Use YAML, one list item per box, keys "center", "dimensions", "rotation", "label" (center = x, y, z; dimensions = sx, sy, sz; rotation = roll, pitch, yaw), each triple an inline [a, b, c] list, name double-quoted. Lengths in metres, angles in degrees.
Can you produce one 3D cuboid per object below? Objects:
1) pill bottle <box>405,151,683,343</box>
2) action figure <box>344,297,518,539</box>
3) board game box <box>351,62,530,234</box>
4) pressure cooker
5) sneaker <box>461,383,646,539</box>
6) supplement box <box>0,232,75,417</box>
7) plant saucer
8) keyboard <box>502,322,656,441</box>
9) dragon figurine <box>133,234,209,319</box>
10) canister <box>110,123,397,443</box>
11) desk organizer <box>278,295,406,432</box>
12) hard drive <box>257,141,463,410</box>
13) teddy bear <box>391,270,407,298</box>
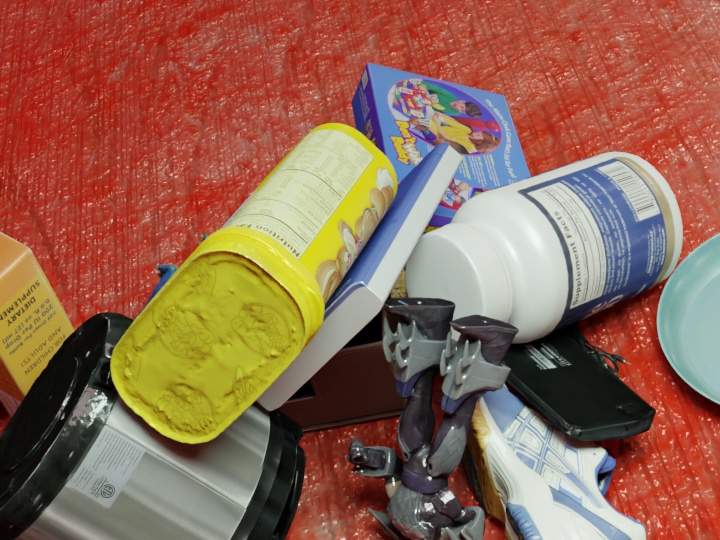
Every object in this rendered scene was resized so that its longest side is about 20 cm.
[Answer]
- center: [0.132, -0.012, 1.030]
  dimensions: [0.199, 0.112, 0.111]
  rotation: [-19, 35, -36]
  label: "pill bottle"
- center: [0.043, 0.122, 0.941]
  dimensions: [0.069, 0.202, 0.130]
  rotation: [-4, 17, -44]
  label: "action figure"
- center: [0.071, -0.086, 1.184]
  dimensions: [0.133, 0.045, 0.201]
  rotation: [11, 39, -17]
  label: "board game box"
- center: [-0.139, 0.149, 0.966]
  dimensions: [0.176, 0.199, 0.179]
  rotation: [-44, 23, 30]
  label: "pressure cooker"
- center: [0.125, 0.136, 0.969]
  dimensions: [0.087, 0.076, 0.201]
  rotation: [-16, 47, -10]
  label: "sneaker"
- center: [-0.255, 0.064, 1.097]
  dimensions: [0.068, 0.201, 0.067]
  rotation: [23, 57, 35]
  label: "supplement box"
- center: [0.314, 0.036, 1.017]
  dimensions: [0.198, 0.028, 0.201]
  rotation: [-11, 42, 10]
  label: "plant saucer"
- center: [0.138, 0.076, 1.026]
  dimensions: [0.103, 0.040, 0.200]
  rotation: [-6, 28, -24]
  label: "keyboard"
- center: [-0.135, 0.027, 1.166]
  dimensions: [0.199, 0.059, 0.100]
  rotation: [-24, 31, 27]
  label: "dragon figurine"
- center: [-0.061, 0.001, 0.911]
  dimensions: [0.149, 0.086, 0.200]
  rotation: [-45, 7, 33]
  label: "canister"
- center: [-0.063, 0.076, 1.095]
  dimensions: [0.198, 0.077, 0.072]
  rotation: [-12, 42, 11]
  label: "desk organizer"
- center: [0.000, 0.000, 0.992]
  dimensions: [0.132, 0.025, 0.200]
  rotation: [-45, 8, 35]
  label: "hard drive"
- center: [-0.021, -0.024, 1.191]
  dimensions: [0.144, 0.067, 0.201]
  rotation: [-9, 42, 18]
  label: "teddy bear"
